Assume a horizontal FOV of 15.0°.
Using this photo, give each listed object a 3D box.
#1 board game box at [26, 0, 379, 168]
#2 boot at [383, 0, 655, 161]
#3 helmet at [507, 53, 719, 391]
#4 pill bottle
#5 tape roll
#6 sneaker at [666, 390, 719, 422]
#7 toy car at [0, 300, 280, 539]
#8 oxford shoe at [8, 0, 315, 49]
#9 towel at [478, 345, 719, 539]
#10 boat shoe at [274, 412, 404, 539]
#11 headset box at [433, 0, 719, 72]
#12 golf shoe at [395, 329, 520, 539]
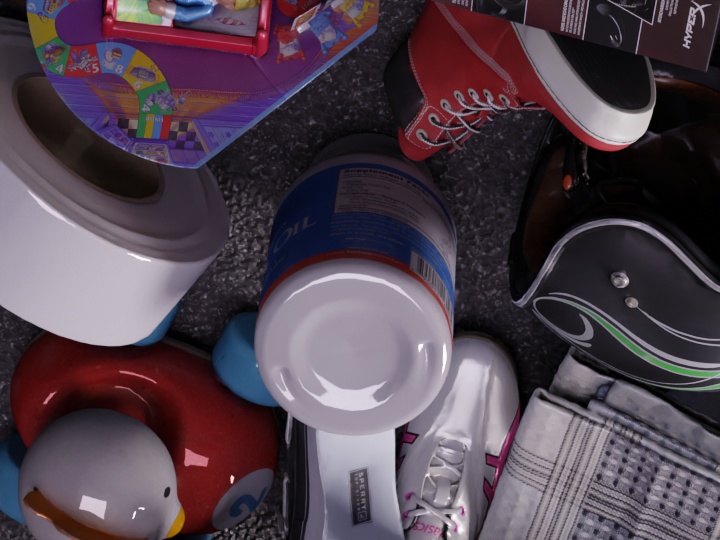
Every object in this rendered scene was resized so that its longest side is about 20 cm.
[{"bbox_3d":[-0.089,-0.161,1.524,0.200,0.039,0.158,-38,84,-12],"label":"board game box"},{"bbox_3d":[0.083,-0.095,1.537,0.072,0.200,0.145,9,122,-34],"label":"boot"},{"bbox_3d":[0.197,-0.024,1.562,0.190,0.200,0.201,16,117,-8],"label":"helmet"},{"bbox_3d":[0.000,0.000,1.579,0.112,0.200,0.113,1,117,2],"label":"pill bottle"},{"bbox_3d":[-0.173,-0.052,1.563,0.202,0.203,0.071,35,114,-14],"label":"tape roll"},{"bbox_3d":[0.196,0.141,1.719,0.200,0.076,0.105,-25,124,29],"label":"sneaker"},{"bbox_3d":[-0.138,0.127,1.654,0.176,0.200,0.185,25,117,-10],"label":"toy car"},{"bbox_3d":[-0.126,-0.140,1.589,0.199,0.073,0.085,19,134,2],"label":"oxford shoe"},{"bbox_3d":[0.172,0.159,1.643,0.192,0.035,0.200,29,130,11],"label":"towel"},{"bbox_3d":[-0.019,0.147,1.681,0.073,0.068,0.200,-14,113,-22],"label":"boat shoe"},{"bbox_3d":[0.112,-0.207,1.471,0.199,0.149,0.077,17,146,8],"label":"headset box"},{"bbox_3d":[0.056,0.135,1.709,0.072,0.092,0.201,12,116,-2],"label":"golf shoe"}]
